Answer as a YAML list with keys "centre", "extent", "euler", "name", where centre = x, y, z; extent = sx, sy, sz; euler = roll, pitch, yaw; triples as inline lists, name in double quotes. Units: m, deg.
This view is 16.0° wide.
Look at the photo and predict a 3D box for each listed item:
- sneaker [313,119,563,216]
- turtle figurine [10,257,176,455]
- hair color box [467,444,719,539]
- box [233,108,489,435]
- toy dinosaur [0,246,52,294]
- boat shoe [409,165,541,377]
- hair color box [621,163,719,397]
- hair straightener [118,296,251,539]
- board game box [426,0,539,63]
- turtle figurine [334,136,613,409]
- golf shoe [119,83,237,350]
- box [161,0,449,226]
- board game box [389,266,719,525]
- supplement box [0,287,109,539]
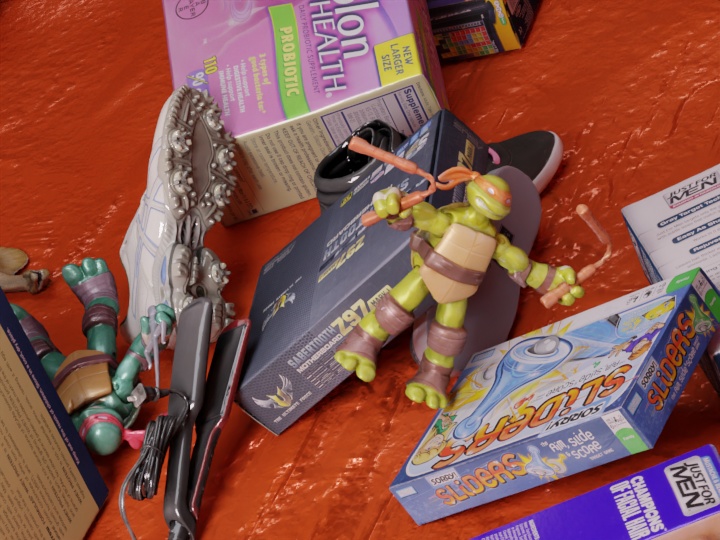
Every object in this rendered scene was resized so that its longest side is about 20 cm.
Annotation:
- centre: [0.054, -0.074, 1.853]
  extent: [0.199, 0.100, 0.071]
  euler: [-29, 29, -12]
  name: "sneaker"
- centre: [-0.198, 0.072, 1.793]
  extent: [0.149, 0.101, 0.200]
  euler: [-18, 30, -8]
  name: "turtle figurine"
- centre: [0.122, 0.186, 1.387]
  extent: [0.199, 0.110, 0.065]
  euler: [-23, 30, 2]
  name: "hair color box"
- centre: [0.000, 0.000, 1.740]
  extent: [0.200, 0.051, 0.158]
  euler: [-41, 21, 29]
  name: "box"
- centre: [-0.322, -0.004, 2.059]
  extent: [0.101, 0.059, 0.200]
  euler: [-23, 35, -30]
  name: "toy dinosaur"
- centre: [0.066, 0.006, 1.758]
  extent: [0.066, 0.070, 0.201]
  euler: [-29, 28, 40]
  name: "boat shoe"
- centre: [0.246, 0.007, 1.631]
  extent: [0.099, 0.061, 0.200]
  euler: [-24, 31, 2]
  name: "hair color box"
- centre: [-0.129, 0.106, 1.680]
  extent: [0.041, 0.077, 0.201]
  euler: [-18, 50, 49]
  name: "hair straightener"
- centre: [0.073, -0.246, 2.153]
  extent: [0.164, 0.057, 0.200]
  euler: [-10, 33, 26]
  name: "board game box"
- centre: [0.046, -0.003, 1.596]
  extent: [0.162, 0.199, 0.064]
  euler: [-60, 30, 16]
  name: "turtle figurine"
- centre: [-0.147, -0.038, 1.886]
  extent: [0.097, 0.078, 0.201]
  euler: [-14, 65, 39]
  name: "golf shoe"
- centre: [-0.042, -0.156, 1.996]
  extent: [0.199, 0.097, 0.177]
  euler: [-17, 51, 9]
  name: "box"
- centre: [0.121, 0.079, 1.565]
  extent: [0.199, 0.035, 0.136]
  euler: [-24, 22, 43]
  name: "board game box"
- centre: [-0.291, 0.141, 1.646]
  extent: [0.133, 0.201, 0.200]
  euler: [-7, 35, 27]
  name: "supplement box"
